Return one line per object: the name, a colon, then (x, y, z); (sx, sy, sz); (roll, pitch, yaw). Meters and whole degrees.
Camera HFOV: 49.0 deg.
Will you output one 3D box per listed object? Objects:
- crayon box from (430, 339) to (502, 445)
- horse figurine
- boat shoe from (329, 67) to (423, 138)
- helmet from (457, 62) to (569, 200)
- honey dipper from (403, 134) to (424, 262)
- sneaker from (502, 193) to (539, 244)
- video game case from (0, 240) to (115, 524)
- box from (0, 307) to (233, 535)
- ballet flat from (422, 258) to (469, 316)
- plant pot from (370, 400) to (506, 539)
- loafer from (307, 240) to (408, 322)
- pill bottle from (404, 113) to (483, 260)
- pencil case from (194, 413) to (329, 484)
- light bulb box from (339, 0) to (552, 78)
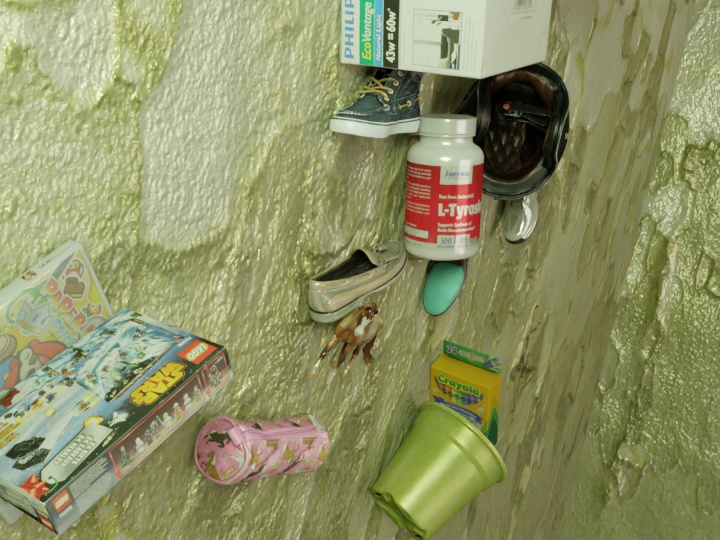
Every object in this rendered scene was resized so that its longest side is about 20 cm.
crayon box: (0.197, 0.242, 1.493); (0.052, 0.125, 0.201); (-36, 133, -45)
horse figurine: (-0.007, 0.094, 1.102); (0.133, 0.050, 0.200); (-57, 167, 6)
boat shoe: (0.022, -0.225, 1.029); (0.200, 0.071, 0.091); (-27, 126, -60)
helmet: (0.240, -0.220, 1.269); (0.200, 0.200, 0.191); (-55, 166, -28)
honey dipper: (0.084, -0.110, 1.220); (0.038, 0.038, 0.201); (-32, 128, -48)
sneaker: (0.297, -0.159, 1.527); (0.115, 0.075, 0.201); (27, 74, -51)
video game case: (-0.291, 0.103, 0.717); (0.182, 0.023, 0.200); (-47, 141, -37)
box: (-0.225, 0.116, 0.674); (0.200, 0.137, 0.040); (-42, 136, -41)
ballet flat: (0.158, -0.019, 1.366); (0.071, 0.069, 0.201); (-22, 125, -77)
plant pot: (0.124, 0.367, 1.401); (0.184, 0.200, 0.201); (-42, 140, -23)
loafer: (0.000, 0.000, 1.106); (0.200, 0.072, 0.063); (-38, 128, -41)
pill bottle: (0.122, -0.123, 1.150); (0.112, 0.112, 0.201); (-23, 118, -53)
pencil case: (-0.121, 0.223, 1.002); (0.200, 0.083, 0.087); (14, 94, -59)
light bulb box: (0.109, -0.321, 0.985); (0.198, 0.200, 0.125); (-29, 127, -50)
